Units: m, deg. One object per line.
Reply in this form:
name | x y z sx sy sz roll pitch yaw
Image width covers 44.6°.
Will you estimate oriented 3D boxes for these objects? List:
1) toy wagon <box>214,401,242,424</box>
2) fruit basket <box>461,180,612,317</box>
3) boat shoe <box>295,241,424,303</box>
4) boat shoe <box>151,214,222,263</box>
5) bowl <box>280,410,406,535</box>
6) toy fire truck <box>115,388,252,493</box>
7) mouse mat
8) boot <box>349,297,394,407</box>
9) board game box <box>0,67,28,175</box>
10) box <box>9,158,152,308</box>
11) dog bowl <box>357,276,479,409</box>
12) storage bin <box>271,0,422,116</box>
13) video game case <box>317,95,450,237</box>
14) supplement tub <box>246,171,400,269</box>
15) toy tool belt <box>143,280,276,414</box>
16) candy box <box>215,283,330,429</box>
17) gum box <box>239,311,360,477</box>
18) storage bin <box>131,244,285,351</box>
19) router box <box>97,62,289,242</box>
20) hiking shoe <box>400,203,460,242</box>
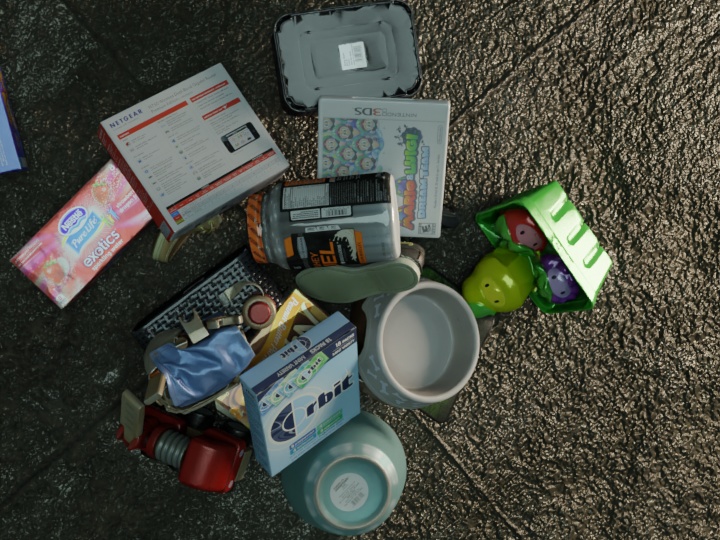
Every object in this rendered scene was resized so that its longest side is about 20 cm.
toy wagon | -0.125 0.162 1.337 0.199 0.040 0.156 -10 97 -8
fruit basket | 0.248 -0.007 1.330 0.215 0.155 0.216 3 82 -23
boat shoe | 0.000 0.000 1.286 0.201 0.061 0.072 -6 128 28
boat shoe | -0.230 -0.089 1.280 0.066 0.074 0.200 33 90 -5
bowl | -0.017 0.320 1.335 0.200 0.105 0.202 -1 95 -9
toy fire truck | -0.260 0.233 1.223 0.176 0.200 0.129 21 94 17
mouse mat | 0.112 0.112 1.342 0.161 0.008 0.200 35 73 -21
boot | 0.057 0.109 1.351 0.146 0.070 0.201 12 88 -18
board game box | -0.563 -0.225 1.232 0.134 0.045 0.201 -13 97 -7
box | -0.383 -0.054 1.249 0.200 0.095 0.103 -45 99 -2
dog bowl | 0.089 0.105 1.295 0.199 0.059 0.201 2 85 -28
storage bin | -0.022 -0.305 1.274 0.199 0.094 0.136 -10 96 -6
video game case | 0.029 -0.144 1.245 0.181 0.024 0.201 2 115 1
supplement tub | -0.048 -0.066 1.204 0.199 0.123 0.123 -5 96 6
toy tool belt | -0.191 0.104 1.139 0.200 0.123 0.125 -34 100 -4
candy box | -0.120 0.133 1.286 0.115 0.055 0.200 42 87 -13
gum box | -0.079 0.175 1.231 0.170 0.045 0.200 -33 144 -25
storage bin | -0.217 0.059 1.263 0.200 0.135 0.094 -37 99 -3
router box | -0.229 -0.167 1.222 0.200 0.049 0.180 -33 89 -25
hiking shoe | 0.052 -0.056 1.334 0.199 0.076 0.101 -2 104 1
